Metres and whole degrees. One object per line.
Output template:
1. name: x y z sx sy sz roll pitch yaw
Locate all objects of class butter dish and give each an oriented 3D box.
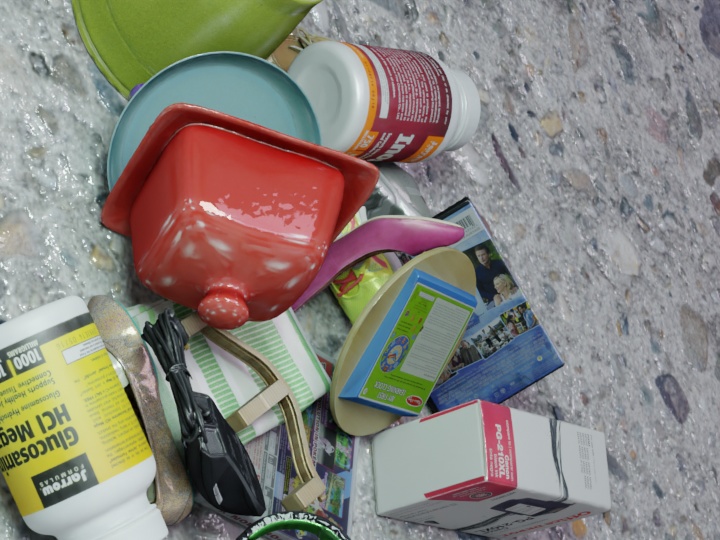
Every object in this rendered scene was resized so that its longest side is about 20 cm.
1. butter dish: -0.108 -0.019 1.478 0.198 0.200 0.149 17 52 -19

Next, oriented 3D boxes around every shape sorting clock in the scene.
1. shape sorting clock: 0.040 0.067 1.654 0.200 0.039 0.201 -38 144 -35

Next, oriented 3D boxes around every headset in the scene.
1. headset: -0.077 0.287 1.459 0.123 0.094 0.200 35 66 8

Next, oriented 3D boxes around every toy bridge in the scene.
1. toy bridge: -0.088 0.118 1.537 0.067 0.027 0.201 -36 93 -45

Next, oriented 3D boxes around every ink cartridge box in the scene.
1. ink cartridge box: 0.130 0.198 1.729 0.199 0.144 0.085 18 60 -43

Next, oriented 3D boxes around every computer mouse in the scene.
1. computer mouse: -0.137 0.121 1.454 0.200 0.046 0.141 65 3 -57

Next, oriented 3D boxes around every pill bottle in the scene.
1. pill bottle: 0.026 -0.165 1.755 0.199 0.113 0.114 -1 72 -46
2. pill bottle: -0.227 0.131 1.370 0.112 0.112 0.201 -25 90 -52

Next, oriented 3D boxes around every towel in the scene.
1. towel: -0.122 0.078 1.561 0.199 0.023 0.153 -25 85 -46

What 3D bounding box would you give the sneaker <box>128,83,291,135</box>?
1. sneaker: -0.118 -0.136 1.624 0.199 0.100 0.070 32 8 -30

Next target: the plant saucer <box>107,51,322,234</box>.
1. plant saucer: -0.131 -0.101 1.577 0.200 0.200 0.027 40 3 -29

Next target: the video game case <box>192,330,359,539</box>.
1. video game case: -0.071 0.150 1.618 0.182 0.023 0.202 33 48 -35

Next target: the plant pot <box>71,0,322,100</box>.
1. plant pot: -0.129 -0.267 1.626 0.200 0.192 0.202 26 53 -40

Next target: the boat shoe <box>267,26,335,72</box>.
1. boat shoe: -0.031 -0.210 1.816 0.199 0.062 0.074 6 68 -48

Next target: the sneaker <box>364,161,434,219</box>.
1. sneaker: 0.052 -0.060 1.826 0.200 0.074 0.082 50 42 -19

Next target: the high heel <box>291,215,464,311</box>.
1. high heel: 0.000 0.000 1.648 0.067 0.198 0.097 42 46 -81

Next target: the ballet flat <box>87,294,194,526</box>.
1. ballet flat: -0.195 0.118 1.453 0.067 0.068 0.202 -20 86 -49

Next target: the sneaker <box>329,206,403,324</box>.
1. sneaker: -0.026 -0.021 1.721 0.090 0.078 0.201 -6 65 -50

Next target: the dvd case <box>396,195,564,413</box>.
1. dvd case: 0.098 0.047 1.786 0.201 0.142 0.018 59 4 -10
